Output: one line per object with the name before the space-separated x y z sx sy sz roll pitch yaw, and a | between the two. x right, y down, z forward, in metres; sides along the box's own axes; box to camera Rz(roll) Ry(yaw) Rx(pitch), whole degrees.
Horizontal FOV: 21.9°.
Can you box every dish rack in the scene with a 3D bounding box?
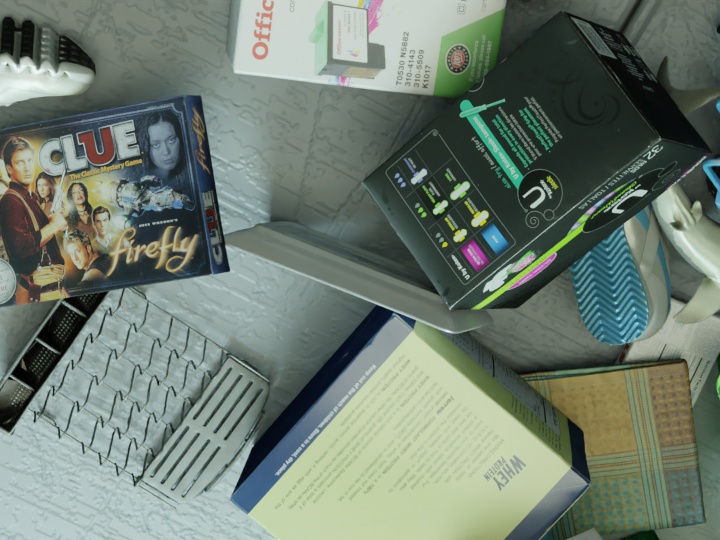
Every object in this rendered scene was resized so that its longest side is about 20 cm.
dish rack | -0.179 0.101 1.493 0.200 0.055 0.153 34 101 -14

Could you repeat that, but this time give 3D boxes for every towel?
towel | 0.177 0.151 1.535 0.200 0.022 0.147 -7 102 6

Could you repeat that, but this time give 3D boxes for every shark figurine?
shark figurine | 0.261 -0.050 1.467 0.128 0.090 0.215 -35 104 3

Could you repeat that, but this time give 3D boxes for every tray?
tray | 0.000 0.000 1.413 0.200 0.107 0.022 21 101 18

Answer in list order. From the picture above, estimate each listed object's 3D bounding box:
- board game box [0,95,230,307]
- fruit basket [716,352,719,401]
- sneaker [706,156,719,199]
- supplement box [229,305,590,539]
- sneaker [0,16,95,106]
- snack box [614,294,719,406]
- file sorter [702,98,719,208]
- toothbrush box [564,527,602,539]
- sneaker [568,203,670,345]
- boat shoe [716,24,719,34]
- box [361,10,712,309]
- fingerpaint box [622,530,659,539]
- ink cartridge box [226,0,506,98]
board game box | -0.206 -0.050 1.406 0.200 0.035 0.136 -9 92 19
fruit basket | 0.360 0.156 1.481 0.155 0.216 0.216 -18 107 0
sneaker | 0.378 -0.082 1.488 0.200 0.072 0.072 -7 110 12
supplement box | 0.042 0.153 1.467 0.200 0.134 0.200 40 102 -4
sneaker | -0.301 -0.147 1.408 0.200 0.075 0.081 4 120 -4
snack box | 0.234 0.117 1.549 0.072 0.024 0.200 21 103 -9
file sorter | 0.334 -0.142 1.333 0.139 0.123 0.200 11 83 23
toothbrush box | 0.138 0.314 1.435 0.146 0.085 0.200 -21 135 -14
sneaker | 0.200 -0.042 1.476 0.076 0.081 0.200 -8 87 28
boat shoe | 0.349 -0.136 1.431 0.062 0.075 0.200 -41 73 14
box | 0.132 -0.076 1.383 0.200 0.149 0.124 -41 74 20
fingerpaint box | 0.188 0.336 1.584 0.200 0.073 0.167 -20 106 2
ink cartridge box | 0.006 -0.213 1.401 0.200 0.084 0.145 6 106 -7
